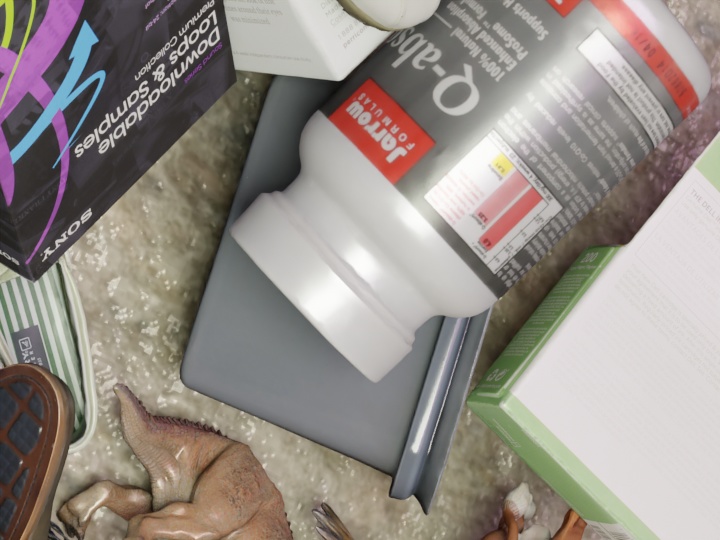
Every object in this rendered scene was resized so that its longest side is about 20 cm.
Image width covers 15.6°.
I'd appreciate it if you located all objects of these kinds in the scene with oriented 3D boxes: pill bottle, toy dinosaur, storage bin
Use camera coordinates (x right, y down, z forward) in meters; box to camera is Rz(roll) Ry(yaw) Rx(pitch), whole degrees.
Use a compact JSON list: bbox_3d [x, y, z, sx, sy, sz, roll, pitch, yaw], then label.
[{"bbox_3d":[0.046,-0.053,1.146,0.200,0.116,0.116,-44,111,0],"label":"pill bottle"},{"bbox_3d":[-0.057,0.130,1.271,0.135,0.086,0.201,-30,98,-25],"label":"toy dinosaur"},{"bbox_3d":[0.000,0.000,1.268,0.133,0.146,0.201,18,86,2],"label":"storage bin"}]

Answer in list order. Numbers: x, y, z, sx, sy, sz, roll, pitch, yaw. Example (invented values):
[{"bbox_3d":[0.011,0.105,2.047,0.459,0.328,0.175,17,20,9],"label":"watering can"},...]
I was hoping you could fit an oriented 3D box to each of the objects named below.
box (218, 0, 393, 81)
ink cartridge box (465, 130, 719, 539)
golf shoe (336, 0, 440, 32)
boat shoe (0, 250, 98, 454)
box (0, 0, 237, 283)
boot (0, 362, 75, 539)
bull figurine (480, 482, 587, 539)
[{"bbox_3d":[-0.062,-0.198,1.170,0.106,0.152,0.201,-43,119,-23],"label":"box"},{"bbox_3d":[0.166,0.035,1.266,0.145,0.048,0.200,44,75,-16],"label":"ink cartridge box"},{"bbox_3d":[0.014,-0.196,1.075,0.072,0.092,0.202,-16,106,-37],"label":"golf shoe"},{"bbox_3d":[-0.160,-0.009,1.218,0.072,0.062,0.201,-23,102,-22],"label":"boat shoe"},{"bbox_3d":[-0.117,-0.104,1.099,0.143,0.036,0.201,-47,155,-24],"label":"box"},{"bbox_3d":[-0.153,0.115,1.161,0.097,0.075,0.201,-12,139,-52],"label":"boot"},{"bbox_3d":[0.075,0.192,1.316,0.065,0.201,0.122,20,43,11],"label":"bull figurine"}]
